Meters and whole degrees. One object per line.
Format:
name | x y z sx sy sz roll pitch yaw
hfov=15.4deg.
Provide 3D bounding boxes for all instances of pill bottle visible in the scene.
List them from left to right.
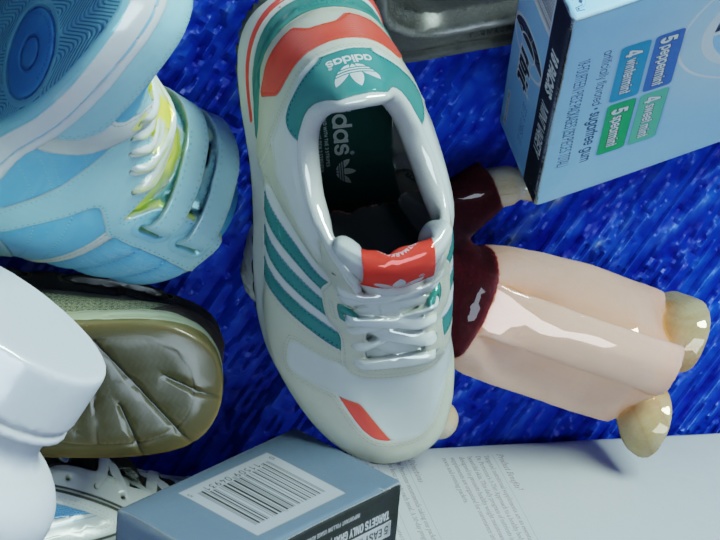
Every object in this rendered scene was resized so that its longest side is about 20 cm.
pill bottle | -0.177 0.093 0.937 0.111 0.111 0.200 30 102 -28

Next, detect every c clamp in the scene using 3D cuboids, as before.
c clamp | 0.056 -0.122 0.962 0.199 0.027 0.171 -9 154 -9

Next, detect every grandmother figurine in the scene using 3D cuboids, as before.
grandmother figurine | 0.044 0.011 1.065 0.199 0.061 0.122 15 96 -26

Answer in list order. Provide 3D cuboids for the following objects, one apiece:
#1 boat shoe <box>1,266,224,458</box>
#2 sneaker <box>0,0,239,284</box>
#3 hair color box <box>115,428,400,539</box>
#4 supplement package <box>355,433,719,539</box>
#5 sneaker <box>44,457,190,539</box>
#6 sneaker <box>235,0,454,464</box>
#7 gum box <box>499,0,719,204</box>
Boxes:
boat shoe | -0.149 0.034 1.013 0.199 0.066 0.072 2 106 4
sneaker | -0.080 -0.058 0.945 0.130 0.080 0.200 13 154 -29
hair color box | -0.044 0.173 1.023 0.099 0.060 0.201 -22 126 -45
supplement package | 0.096 0.180 1.095 0.199 0.191 0.148 -2 120 -15
sneaker | -0.104 0.098 1.063 0.199 0.072 0.073 5 107 -24
sneaker | 0.000 -0.001 0.961 0.070 0.094 0.201 -13 120 -8
gum box | 0.155 -0.104 0.983 0.199 0.045 0.170 -19 161 -7
